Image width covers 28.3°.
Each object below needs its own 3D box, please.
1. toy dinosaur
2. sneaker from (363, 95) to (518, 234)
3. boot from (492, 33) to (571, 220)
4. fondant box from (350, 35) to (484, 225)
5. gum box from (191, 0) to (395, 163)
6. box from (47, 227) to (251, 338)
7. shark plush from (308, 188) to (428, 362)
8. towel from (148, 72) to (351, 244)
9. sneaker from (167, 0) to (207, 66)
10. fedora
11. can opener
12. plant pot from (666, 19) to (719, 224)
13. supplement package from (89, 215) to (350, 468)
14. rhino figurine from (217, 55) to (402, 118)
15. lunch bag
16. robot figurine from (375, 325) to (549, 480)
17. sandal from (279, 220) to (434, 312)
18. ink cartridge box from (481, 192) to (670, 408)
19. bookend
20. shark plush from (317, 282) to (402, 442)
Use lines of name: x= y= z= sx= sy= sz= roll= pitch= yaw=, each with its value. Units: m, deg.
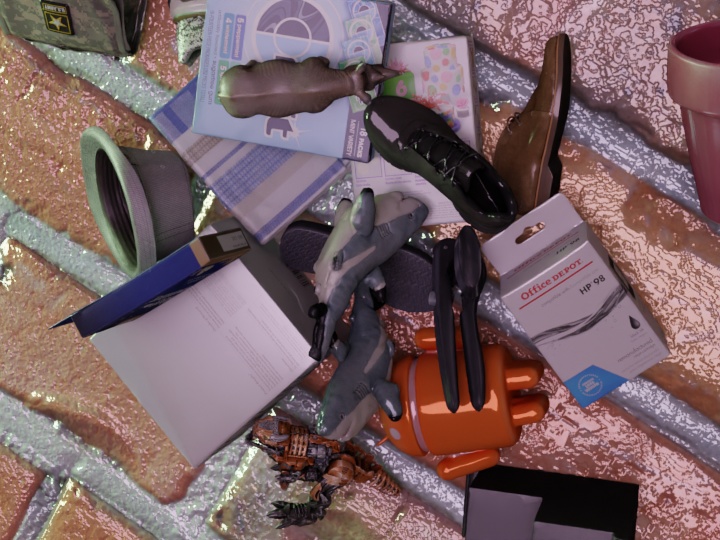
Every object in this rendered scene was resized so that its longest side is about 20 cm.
toy dinosaur: x=-0.044 y=0.226 z=1.616 sx=0.199 sy=0.102 sz=0.136 roll=38 pitch=129 yaw=-9
sneaker: x=0.090 y=-0.117 z=1.490 sx=0.199 sy=0.091 sz=0.076 roll=36 pitch=88 yaw=-4
boot: x=0.185 y=-0.158 z=1.540 sx=0.075 sy=0.074 sz=0.202 roll=13 pitch=104 yaw=18
fondant box: x=0.061 y=-0.151 z=1.577 sx=0.143 sy=0.058 sz=0.202 roll=-4 pitch=98 yaw=15
gum box: x=-0.073 y=-0.217 z=1.537 sx=0.198 sy=0.045 sz=0.172 roll=10 pitch=104 yaw=8
box: x=-0.219 y=0.019 z=1.490 sx=0.199 sy=0.121 sz=0.033 roll=-29 pitch=88 yaw=17
shark plush: x=0.000 y=0.000 z=1.507 sx=0.083 sy=0.091 sz=0.201 roll=29 pitch=65 yaw=-14
towel: x=-0.122 y=-0.145 z=1.615 sx=0.147 sy=0.024 sz=0.200 roll=-42 pitch=87 yaw=-9
sneaker: x=-0.119 y=-0.259 z=1.589 sx=0.198 sy=0.077 sz=0.090 roll=1 pitch=86 yaw=14
fedora: x=-0.243 y=-0.082 z=1.624 sx=0.090 sy=0.200 sz=0.178 roll=-17 pitch=121 yaw=-22
can opener: x=0.103 y=0.055 z=1.525 sx=0.063 sy=0.079 sz=0.202 roll=-2 pitch=71 yaw=11
plant pot: x=0.406 y=-0.145 z=1.431 sx=0.198 sy=0.200 sz=0.181 roll=1 pitch=115 yaw=14
supplement package: x=-0.154 y=0.075 z=1.618 sx=0.200 sy=0.147 sz=0.192 roll=-41 pitch=86 yaw=16
rhino figurine: x=-0.054 y=-0.191 z=1.471 sx=0.198 sy=0.087 sz=0.060 roll=-4 pitch=103 yaw=10
lunch bag: x=-0.326 y=-0.346 z=1.620 sx=0.162 sy=0.118 sz=0.202 roll=11 pitch=107 yaw=12
robot figurine: x=0.106 y=0.146 z=1.578 sx=0.198 sy=0.117 sz=0.145 roll=-8 pitch=134 yaw=15
sandal: x=0.009 y=-0.014 z=1.610 sx=0.198 sy=0.043 sz=0.077 roll=21 pitch=121 yaw=5
ink cartridge box: x=0.227 y=0.033 z=1.530 sx=0.115 sy=0.067 sz=0.200 roll=-34 pitch=104 yaw=17
bookend: x=0.193 y=0.287 z=1.533 sx=0.197 sy=0.200 sz=0.093 roll=6 pitch=99 yaw=13
shark plush: x=-0.001 y=0.086 z=1.541 sx=0.091 sy=0.083 sz=0.202 roll=-2 pitch=74 yaw=55
